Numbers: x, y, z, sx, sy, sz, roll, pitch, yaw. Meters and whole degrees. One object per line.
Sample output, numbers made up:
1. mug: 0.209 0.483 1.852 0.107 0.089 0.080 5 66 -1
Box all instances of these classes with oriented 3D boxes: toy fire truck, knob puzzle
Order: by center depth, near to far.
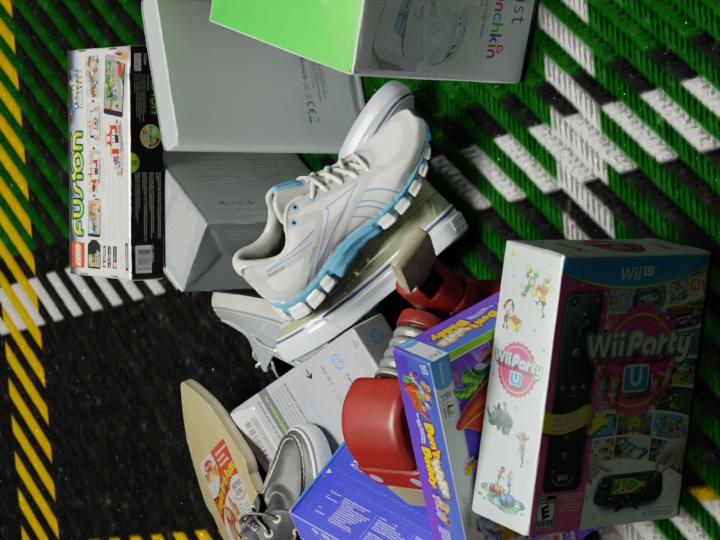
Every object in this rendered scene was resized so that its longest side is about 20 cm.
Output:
1. toy fire truck: 0.048 0.062 1.518 0.129 0.200 0.176 0 56 50
2. knob puzzle: -0.112 0.188 1.849 0.220 0.030 0.220 53 155 38

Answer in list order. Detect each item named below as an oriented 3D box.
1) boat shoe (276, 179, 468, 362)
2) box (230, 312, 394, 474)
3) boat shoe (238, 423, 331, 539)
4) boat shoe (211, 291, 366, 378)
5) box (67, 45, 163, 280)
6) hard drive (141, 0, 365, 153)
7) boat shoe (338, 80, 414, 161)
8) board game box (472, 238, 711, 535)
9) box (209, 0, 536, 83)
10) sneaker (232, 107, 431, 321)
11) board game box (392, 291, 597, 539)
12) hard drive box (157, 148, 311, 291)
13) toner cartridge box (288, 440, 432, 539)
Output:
1. boat shoe: 0.000 0.000 1.678 0.200 0.072 0.062 -39 89 18
2. box: -0.009 0.144 1.716 0.200 0.041 0.156 -37 84 48
3. boat shoe: -0.073 0.227 1.703 0.070 0.066 0.200 26 109 50
4. boat shoe: -0.068 0.062 1.806 0.201 0.070 0.072 14 97 48
5. box: -0.214 -0.094 1.767 0.110 0.035 0.200 6 97 53
6. hard drive: -0.086 -0.165 1.716 0.026 0.200 0.132 -24 73 51
7. boat shoe: 0.014 -0.063 1.713 0.067 0.074 0.200 33 122 18
8. board game box: 0.166 0.080 1.443 0.064 0.147 0.200 18 106 52
9. box: 0.010 -0.215 1.611 0.200 0.176 0.097 27 112 49
10. sneaker: -0.025 -0.056 1.620 0.200 0.087 0.075 -51 31 4
11. board game box: 0.105 0.122 1.479 0.045 0.134 0.200 20 130 51
12. hard drive box: -0.128 -0.073 1.812 0.200 0.156 0.077 51 130 39
13. toner cartridge box: 0.051 0.208 1.592 0.200 0.095 0.043 26 152 30
